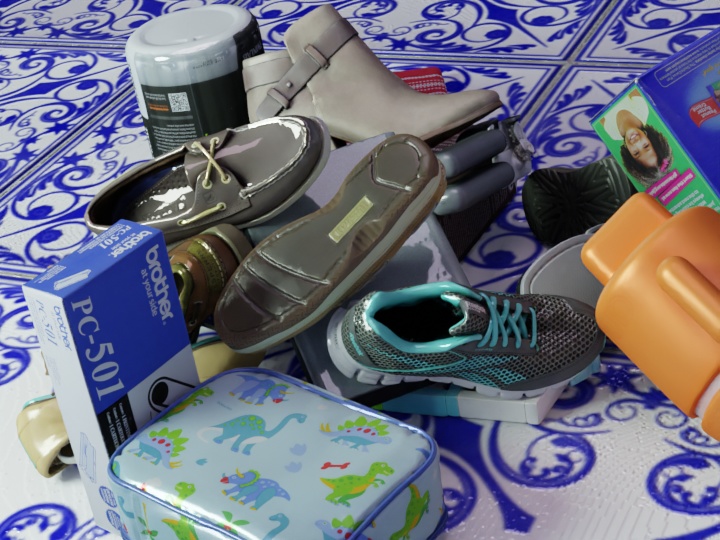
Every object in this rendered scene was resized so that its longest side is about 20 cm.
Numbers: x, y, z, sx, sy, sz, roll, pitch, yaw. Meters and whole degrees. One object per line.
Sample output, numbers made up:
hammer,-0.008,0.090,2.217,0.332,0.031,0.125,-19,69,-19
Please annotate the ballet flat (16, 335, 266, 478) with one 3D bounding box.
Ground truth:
ballet flat,-0.157,0.106,1.115,0.199,0.069,0.063,-19,64,-8

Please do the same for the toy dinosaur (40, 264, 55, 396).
toy dinosaur,-0.212,0.048,1.135,0.060,0.107,0.200,4,-8,-14

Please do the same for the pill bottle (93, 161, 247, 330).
pill bottle,-0.106,-0.009,1.206,0.199,0.120,0.120,17,39,22

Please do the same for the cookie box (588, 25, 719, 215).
cookie box,0.303,-0.082,1.134,0.171,0.201,0.075,-31,-8,-30

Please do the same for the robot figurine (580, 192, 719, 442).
robot figurine,0.241,0.037,1.000,0.116,0.144,0.200,-28,62,-29

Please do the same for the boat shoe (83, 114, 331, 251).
boat shoe,-0.116,-0.066,1.101,0.199,0.059,0.072,-22,68,24

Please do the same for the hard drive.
hard drive,0.000,0.000,1.113,0.139,0.033,0.201,-19,64,-13

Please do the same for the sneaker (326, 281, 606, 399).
sneaker,0.079,0.044,1.022,0.198,0.091,0.078,-2,73,-9

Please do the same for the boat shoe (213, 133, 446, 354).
boat shoe,-0.014,-0.007,1.056,0.200,0.076,0.072,-39,61,4

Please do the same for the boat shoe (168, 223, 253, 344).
boat shoe,-0.156,0.029,1.122,0.068,0.200,0.072,-30,79,-42

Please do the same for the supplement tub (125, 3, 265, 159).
supplement tub,-0.133,-0.128,1.340,0.121,0.201,0.123,-8,28,4

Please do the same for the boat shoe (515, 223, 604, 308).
boat shoe,0.194,0.002,1.145,0.199,0.076,0.060,-12,1,-29

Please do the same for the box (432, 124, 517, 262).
box,0.051,-0.055,1.289,0.099,0.075,0.200,8,37,28

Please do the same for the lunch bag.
lunch bag,-0.051,0.145,0.971,0.199,0.083,0.161,18,41,34

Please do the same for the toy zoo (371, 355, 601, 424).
toy zoo,0.085,0.065,1.129,0.198,0.021,0.131,3,33,21

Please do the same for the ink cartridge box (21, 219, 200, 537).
ink cartridge box,-0.159,0.076,1.010,0.044,0.201,0.094,15,39,36

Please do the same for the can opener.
can opener,0.094,-0.084,1.196,0.066,0.053,0.200,-13,9,25

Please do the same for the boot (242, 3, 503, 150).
boot,0.001,-0.156,1.243,0.199,0.147,0.070,-26,-6,4

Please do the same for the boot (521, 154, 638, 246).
boot,0.259,-0.077,1.253,0.199,0.073,0.181,-17,6,-28

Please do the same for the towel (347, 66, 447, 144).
towel,0.023,-0.152,1.509,0.143,0.023,0.201,-8,33,1
